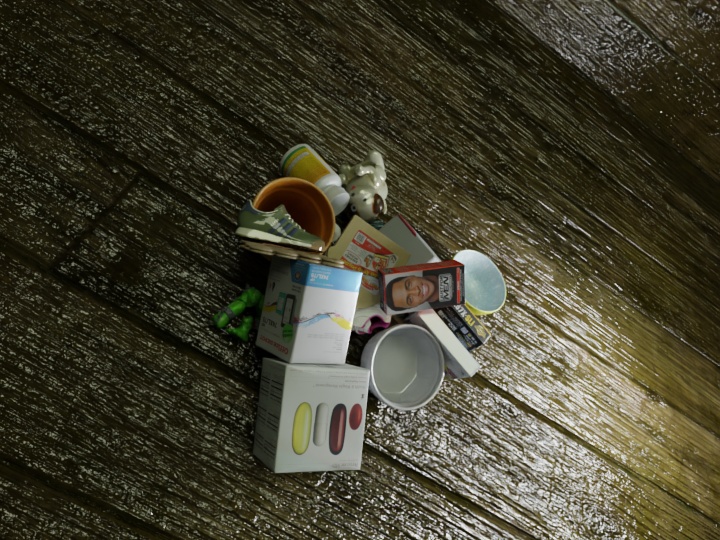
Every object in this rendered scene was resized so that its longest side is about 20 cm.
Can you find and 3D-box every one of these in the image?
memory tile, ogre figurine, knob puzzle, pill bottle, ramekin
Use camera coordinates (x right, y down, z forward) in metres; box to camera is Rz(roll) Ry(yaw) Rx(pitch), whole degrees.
[{"bbox_3d":[-0.144,-0.035,1.091,0.198,0.153,0.017,10,93,-23],"label":"memory tile"},{"bbox_3d":[-0.225,0.114,1.199,0.198,0.098,0.121,22,70,1],"label":"ogre figurine"},{"bbox_3d":[0.000,0.000,1.244,0.217,0.030,0.222,-3,100,-18],"label":"knob puzzle"},{"bbox_3d":[-0.121,-0.241,1.424,0.112,0.113,0.200,-25,63,-38],"label":"pill bottle"},{"bbox_3d":[0.093,0.231,1.274,0.198,0.105,0.202,3,83,-23],"label":"ramekin"}]

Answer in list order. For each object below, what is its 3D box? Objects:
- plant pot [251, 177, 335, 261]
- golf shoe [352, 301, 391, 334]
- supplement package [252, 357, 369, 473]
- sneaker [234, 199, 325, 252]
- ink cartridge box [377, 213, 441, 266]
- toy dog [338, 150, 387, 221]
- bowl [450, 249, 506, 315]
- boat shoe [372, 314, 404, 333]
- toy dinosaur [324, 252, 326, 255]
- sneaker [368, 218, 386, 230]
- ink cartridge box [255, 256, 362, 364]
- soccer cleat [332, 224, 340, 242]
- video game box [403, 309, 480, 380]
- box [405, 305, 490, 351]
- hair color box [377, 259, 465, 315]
[{"bbox_3d":[-0.184,-0.100,1.267,0.198,0.183,0.202,4,80,-23],"label":"plant pot"},{"bbox_3d":[-0.018,0.116,1.279,0.198,0.076,0.092,-15,54,3],"label":"golf shoe"},{"bbox_3d":[-0.102,0.292,1.082,0.190,0.147,0.202,8,84,-28],"label":"supplement package"},{"bbox_3d":[-0.166,-0.099,1.134,0.198,0.067,0.091,11,83,-19],"label":"sneaker"},{"bbox_3d":[0.112,-0.031,1.380,0.146,0.144,0.200,51,8,16],"label":"ink cartridge box"},{"bbox_3d":[0.008,-0.214,1.491,0.201,0.138,0.195,-80,151,-55],"label":"toy dog"},{"bbox_3d":[0.317,0.051,1.545,0.198,0.108,0.202,15,56,-24],"label":"bowl"},{"bbox_3d":[0.023,0.113,1.356,0.199,0.072,0.068,36,52,-7],"label":"boat shoe"},{"bbox_3d":[-0.072,-0.004,1.379,0.105,0.061,0.200,-13,45,-32],"label":"toy dinosaur"},{"bbox_3d":[0.018,-0.091,1.485,0.079,0.076,0.199,45,42,18],"label":"sneaker"},{"bbox_3d":[-0.110,0.083,1.112,0.145,0.146,0.202,10,92,-42],"label":"ink cartridge box"},{"bbox_3d":[-0.143,-0.140,1.418,0.199,0.070,0.078,32,22,-3],"label":"soccer cleat"},{"bbox_3d":[0.198,0.190,1.345,0.047,0.182,0.200,-39,86,-19],"label":"video game box"},{"bbox_3d":[0.227,0.139,1.407,0.200,0.160,0.049,49,51,4],"label":"box"},{"bbox_3d":[0.146,0.039,1.241,0.198,0.061,0.103,-8,105,-12],"label":"hair color box"}]
